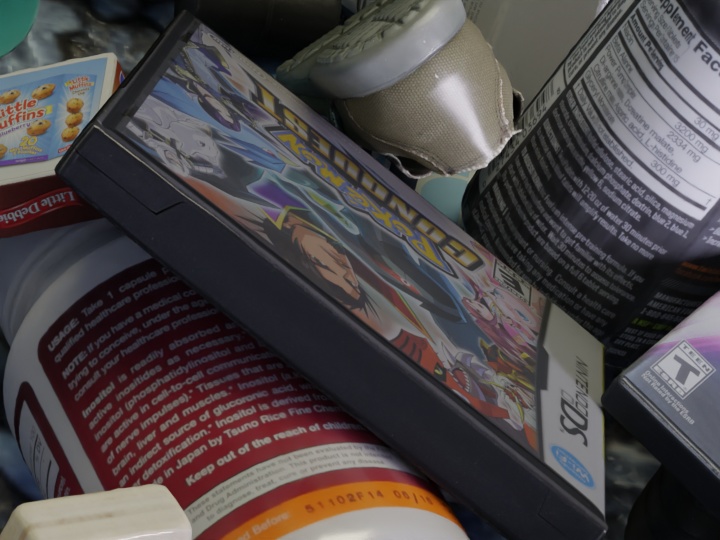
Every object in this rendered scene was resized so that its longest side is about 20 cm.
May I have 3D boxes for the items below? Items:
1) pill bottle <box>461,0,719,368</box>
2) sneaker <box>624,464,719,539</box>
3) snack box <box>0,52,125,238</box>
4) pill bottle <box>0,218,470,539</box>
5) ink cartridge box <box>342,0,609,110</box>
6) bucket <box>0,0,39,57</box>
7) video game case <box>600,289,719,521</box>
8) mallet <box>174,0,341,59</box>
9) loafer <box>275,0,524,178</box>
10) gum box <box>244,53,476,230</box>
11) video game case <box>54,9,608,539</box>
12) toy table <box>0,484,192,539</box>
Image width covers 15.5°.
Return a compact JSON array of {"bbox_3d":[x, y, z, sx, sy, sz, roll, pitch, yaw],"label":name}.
[{"bbox_3d":[0.131,-0.065,0.972,0.106,0.200,0.106,25,35,-19],"label":"pill bottle"},{"bbox_3d":[0.158,0.042,1.015,0.076,0.091,0.200,20,33,0],"label":"sneaker"},{"bbox_3d":[-0.178,-0.028,0.897,0.199,0.024,0.072,-11,35,9],"label":"snack box"},{"bbox_3d":[-0.048,0.058,0.860,0.112,0.113,0.200,-3,42,-31],"label":"pill bottle"},{"bbox_3d":[0.063,-0.160,1.134,0.084,0.147,0.200,14,17,-28],"label":"ink cartridge box"},{"bbox_3d":[-0.216,-0.161,0.993,0.206,0.208,0.135,-7,35,-35],"label":"bucket"},{"bbox_3d":[0.190,0.048,0.943,0.143,0.019,0.200,44,45,11],"label":"video game case"},{"bbox_3d":[-0.059,-0.173,1.110,0.066,0.041,0.201,0,57,-24],"label":"mallet"},{"bbox_3d":[0.017,-0.065,0.987,0.070,0.075,0.200,55,2,-7],"label":"loafer"},{"bbox_3d":[0.003,-0.020,1.053,0.169,0.045,0.200,20,34,-3],"label":"gum box"},{"bbox_3d":[0.000,0.000,0.872,0.200,0.026,0.181,39,16,-6],"label":"video game case"},{"bbox_3d":[-0.145,0.118,0.726,0.199,0.117,0.184,-17,51,-44],"label":"toy table"}]
